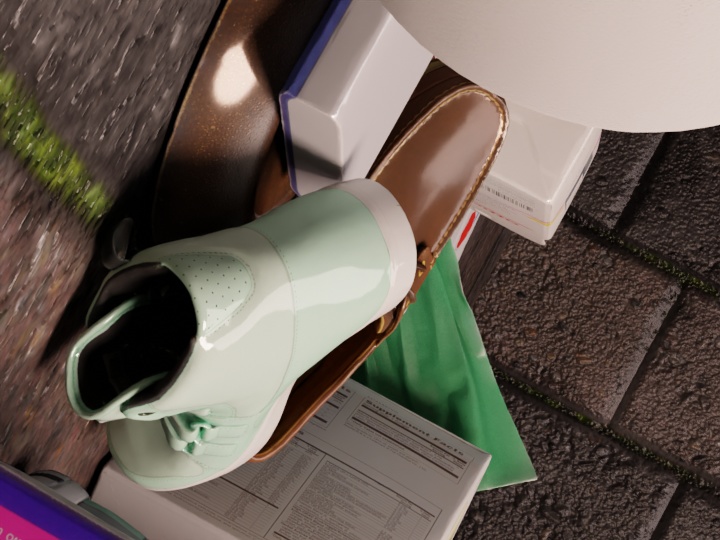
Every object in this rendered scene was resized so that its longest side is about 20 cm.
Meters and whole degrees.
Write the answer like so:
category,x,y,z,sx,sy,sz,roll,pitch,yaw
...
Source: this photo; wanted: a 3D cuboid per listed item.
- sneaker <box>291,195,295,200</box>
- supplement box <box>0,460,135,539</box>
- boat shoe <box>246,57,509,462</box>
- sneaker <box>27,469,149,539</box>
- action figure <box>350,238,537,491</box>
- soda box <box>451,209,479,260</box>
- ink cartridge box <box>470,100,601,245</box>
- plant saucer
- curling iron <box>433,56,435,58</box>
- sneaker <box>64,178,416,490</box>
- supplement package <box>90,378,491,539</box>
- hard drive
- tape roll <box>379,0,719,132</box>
category,x,y,z,sx,sy,sz,roll,pitch,yaw
sneaker,0.007,-0.042,0.988,0.131,0.079,0.200,-62,175,16
supplement box,-0.134,0.168,0.662,0.200,0.103,0.101,-59,174,-8
boat shoe,-0.001,0.000,0.872,0.200,0.072,0.068,-51,-146,-1
sneaker,-0.133,0.178,0.766,0.200,0.087,0.074,-63,173,8
action figure,0.022,0.026,1.123,0.055,0.118,0.200,18,61,-79
soda box,0.056,-0.073,1.305,0.068,0.064,0.200,-53,169,-50
ink cartridge box,0.072,-0.077,1.168,0.067,0.117,0.200,-62,174,-4
plant saucer,-0.018,-0.090,0.799,0.200,0.032,0.200,-61,175,-10
curling iron,0.037,-0.089,1.034,0.026,0.050,0.200,-54,161,-48
sneaker,-0.077,0.034,0.772,0.118,0.074,0.200,-16,160,-40
supplement package,-0.050,0.152,1.018,0.152,0.151,0.200,-65,173,23
hard drive,0.030,-0.126,0.773,0.200,0.025,0.132,-61,174,-12
tape roll,0.090,-0.158,0.603,0.203,0.203,0.139,-60,174,-19
